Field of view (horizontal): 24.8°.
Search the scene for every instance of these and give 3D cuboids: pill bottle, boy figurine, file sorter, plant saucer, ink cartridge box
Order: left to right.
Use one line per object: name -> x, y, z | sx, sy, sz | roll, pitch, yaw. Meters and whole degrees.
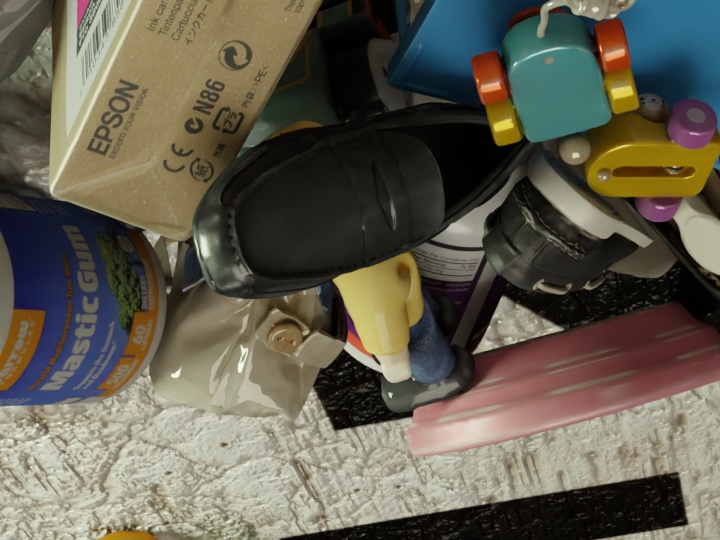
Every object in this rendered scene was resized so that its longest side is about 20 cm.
pill bottle -> -0.199, 0.015, 0.843 | 0.111, 0.113, 0.200 | -25, 166, 26
ink cartridge box -> -0.073, -0.143, 0.741 | 0.075, 0.165, 0.201 | 18, 122, -23
boy figurine -> 0.000, 0.000, 0.847 | 0.064, 0.125, 0.200 | -25, 142, 11
pill bottle -> 0.045, -0.032, 0.979 | 0.111, 0.113, 0.201 | 5, 142, -11
plant saucer -> 0.120, 0.061, 0.964 | 0.199, 0.051, 0.201 | -15, 176, -1
file sorter -> 0.128, -0.157, 0.811 | 0.198, 0.123, 0.139 | 12, 141, -19

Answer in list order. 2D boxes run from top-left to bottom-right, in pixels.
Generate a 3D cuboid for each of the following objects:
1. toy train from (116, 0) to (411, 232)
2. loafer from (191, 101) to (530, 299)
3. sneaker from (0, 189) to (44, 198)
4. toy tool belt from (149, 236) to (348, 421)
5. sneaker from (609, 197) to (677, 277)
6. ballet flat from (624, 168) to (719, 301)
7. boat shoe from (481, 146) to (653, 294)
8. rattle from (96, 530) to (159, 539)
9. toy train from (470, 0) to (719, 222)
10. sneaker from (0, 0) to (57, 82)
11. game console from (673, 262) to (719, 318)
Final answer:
toy train -> -0.063, -0.095, 0.884 | 0.198, 0.115, 0.085 | -16, 142, 17
loafer -> 0.004, -0.039, 0.739 | 0.070, 0.069, 0.200 | -10, -170, 41
sneaker -> -0.241, -0.006, 0.987 | 0.075, 0.115, 0.200 | -19, 140, 20
toy tool belt -> -0.065, -0.012, 0.960 | 0.124, 0.200, 0.124 | 7, 119, -13
sneaker -> 0.176, -0.060, 0.985 | 0.084, 0.073, 0.201 | 5, 143, -15
ballet flat -> 0.170, -0.059, 0.910 | 0.068, 0.068, 0.200 | -42, 93, 18
boat shoe -> 0.110, -0.021, 0.877 | 0.060, 0.074, 0.200 | -48, 173, 12
rattle -> -0.136, 0.294, 1.433 | 0.142, 0.131, 0.200 | -2, 171, 16
toy train -> 0.145, -0.095, 0.753 | 0.199, 0.056, 0.150 | 18, 137, -31
sneaker -> -0.209, -0.100, 0.824 | 0.075, 0.200, 0.082 | 37, 159, 16
game console -> 0.314, -0.020, 1.020 | 0.199, 0.176, 0.117 | -31, 107, 30
